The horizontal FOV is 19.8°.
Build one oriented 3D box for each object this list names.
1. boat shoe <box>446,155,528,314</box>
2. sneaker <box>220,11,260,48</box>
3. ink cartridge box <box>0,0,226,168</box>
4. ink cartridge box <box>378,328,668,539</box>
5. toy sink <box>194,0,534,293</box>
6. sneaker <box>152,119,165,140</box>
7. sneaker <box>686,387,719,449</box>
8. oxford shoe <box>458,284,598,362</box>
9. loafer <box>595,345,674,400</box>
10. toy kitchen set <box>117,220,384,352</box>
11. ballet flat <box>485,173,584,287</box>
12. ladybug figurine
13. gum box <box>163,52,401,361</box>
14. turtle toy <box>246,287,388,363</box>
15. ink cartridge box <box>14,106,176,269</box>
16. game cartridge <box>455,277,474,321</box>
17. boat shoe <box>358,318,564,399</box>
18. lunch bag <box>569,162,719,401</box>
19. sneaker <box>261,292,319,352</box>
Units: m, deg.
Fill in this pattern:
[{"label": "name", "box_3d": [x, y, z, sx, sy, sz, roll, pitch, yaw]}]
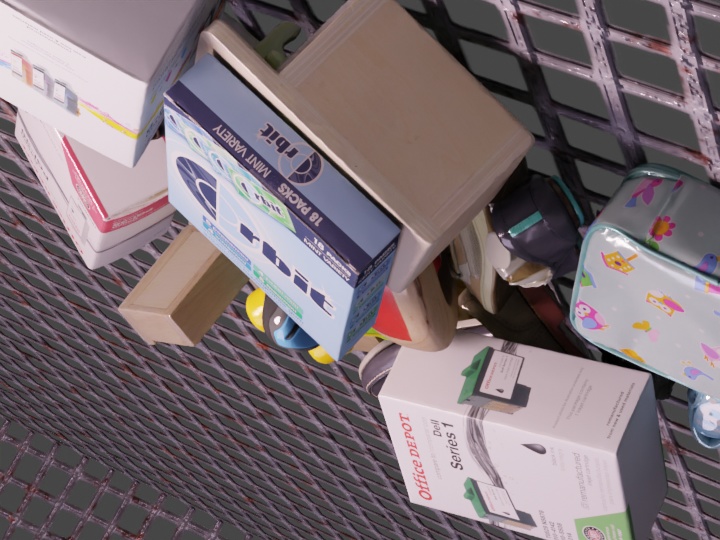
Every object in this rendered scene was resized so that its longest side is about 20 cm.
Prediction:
[{"label": "boat shoe", "box_3d": [0.086, -0.038, 1.507, 0.063, 0.073, 0.201, 27, 161, 22]}, {"label": "sneaker", "box_3d": [-0.105, -0.132, 1.519, 0.199, 0.085, 0.075, 34, 163, -14]}, {"label": "ink cartridge box", "box_3d": [-0.173, -0.184, 1.366, 0.144, 0.146, 0.200, 29, 165, -3]}, {"label": "ink cartridge box", "box_3d": [0.126, 0.131, 1.582, 0.199, 0.085, 0.147, 12, 142, 26]}, {"label": "toy sink", "box_3d": [0.000, -0.104, 1.342, 0.200, 0.112, 0.130, 44, 164, 5]}, {"label": "sneaker", "box_3d": [-0.141, -0.117, 1.585, 0.199, 0.107, 0.075, 35, 163, -18]}, {"label": "sneaker", "box_3d": [0.280, 0.084, 1.518, 0.073, 0.082, 0.200, 23, 162, 16]}, {"label": "oxford shoe", "box_3d": [0.149, 0.081, 1.636, 0.201, 0.074, 0.070, 57, -174, -9]}, {"label": "loafer", "box_3d": [0.210, 0.052, 1.567, 0.070, 0.069, 0.201, 17, 165, 12]}, {"label": "toy kitchen set", "box_3d": [-0.100, 0.035, 1.788, 0.163, 0.181, 0.200, 5, 140, 51]}, {"label": "ballet flat", "box_3d": [0.118, -0.024, 1.423, 0.073, 0.073, 0.200, 26, 178, 9]}, {"label": "ladybug figurine", "box_3d": [0.021, -0.025, 1.517, 0.071, 0.136, 0.201, -10, 125, 11]}, {"label": "gum box", "box_3d": [-0.055, -0.037, 1.361, 0.170, 0.045, 0.200, 43, 165, 10]}, {"label": "turtle toy", "box_3d": [0.000, 0.000, 1.687, 0.145, 0.102, 0.200, -30, 143, 25]}, {"label": "ink cartridge box", "box_3d": [-0.219, -0.096, 1.725, 0.147, 0.082, 0.200, 60, 164, 5]}, {"label": "game cartridge", "box_3d": [0.097, 0.056, 1.853, 0.175, 0.033, 0.200, 20, 159, 29]}, {"label": "boat shoe", "box_3d": [0.081, 0.084, 1.731, 0.199, 0.063, 0.073, -18, 145, 31]}, {"label": "lunch bag", "box_3d": [0.238, 0.021, 1.374, 0.199, 0.077, 0.161, 27, 153, 15]}, {"label": "sneaker", "box_3d": [-0.052, -0.011, 1.548, 0.081, 0.201, 0.074, -8, 128, 18]}]
